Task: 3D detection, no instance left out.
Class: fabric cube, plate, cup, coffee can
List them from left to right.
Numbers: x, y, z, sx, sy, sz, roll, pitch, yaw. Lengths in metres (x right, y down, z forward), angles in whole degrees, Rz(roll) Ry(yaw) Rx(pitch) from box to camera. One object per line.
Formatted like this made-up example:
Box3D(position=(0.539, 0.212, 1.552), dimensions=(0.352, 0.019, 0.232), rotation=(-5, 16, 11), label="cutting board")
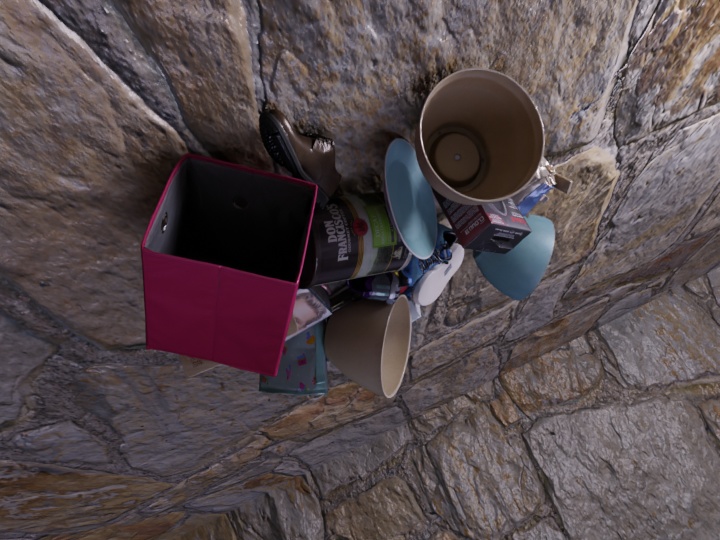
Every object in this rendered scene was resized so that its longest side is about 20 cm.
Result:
Box3D(position=(-0.180, -0.007, 0.809), dimensions=(0.195, 0.199, 0.201), rotation=(13, 136, -7), label="fabric cube")
Box3D(position=(-0.025, -0.058, 1.013), dimensions=(0.196, 0.148, 0.147), rotation=(-10, 150, -31), label="coffee can")
Box3D(position=(0.009, 0.141, 1.167), dimensions=(0.140, 0.205, 0.201), rotation=(7, 162, 19), label="cup")
Box3D(position=(0.078, -0.117, 0.962), dimensions=(0.025, 0.205, 0.199), rotation=(-12, 163, 29), label="plate")

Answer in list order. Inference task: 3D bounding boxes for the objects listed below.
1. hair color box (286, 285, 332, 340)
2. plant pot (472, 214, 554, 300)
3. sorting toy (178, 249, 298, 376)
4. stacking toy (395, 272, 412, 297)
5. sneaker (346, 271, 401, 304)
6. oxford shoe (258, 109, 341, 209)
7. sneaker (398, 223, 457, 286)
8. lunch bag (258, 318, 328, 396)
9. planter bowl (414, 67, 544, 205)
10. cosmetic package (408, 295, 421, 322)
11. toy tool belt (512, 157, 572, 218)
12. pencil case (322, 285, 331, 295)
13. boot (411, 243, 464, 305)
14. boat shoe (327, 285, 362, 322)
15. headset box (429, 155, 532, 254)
Box3D(position=(-0.162, 0.082, 1.079), dimensions=(0.198, 0.061, 0.100), rotation=(-31, 134, 13), label="hair color box")
Box3D(position=(0.341, -0.048, 1.355), dimensions=(0.132, 0.203, 0.201), rotation=(20, 141, -7), label="plant pot")
Box3D(position=(-0.229, 0.042, 0.977), dimensions=(0.196, 0.203, 0.070), rotation=(-21, -176, -5), label="sorting toy")
Box3D(position=(0.060, -0.034, 1.212), dimensions=(0.108, 0.117, 0.203), rotation=(-20, 140, -24), label="stacking toy")
Box3D(position=(0.000, 0.000, 1.126), dimensions=(0.086, 0.200, 0.076), rotation=(5, 108, -28), label="sneaker")
Box3D(position=(-0.084, -0.178, 0.849), dimensions=(0.085, 0.072, 0.200), rotation=(-50, 151, -6), label="oxford shoe")
Box3D(position=(0.139, -0.038, 1.173), dimensions=(0.201, 0.088, 0.080), rotation=(-50, 141, -40), label="sneaker")
Box3D(position=(-0.129, 0.177, 1.233), dimensions=(0.120, 0.175, 0.198), rotation=(5, 170, -37), label="lunch bag")
Box3D(position=(0.171, -0.195, 0.921), dimensions=(0.196, 0.204, 0.135), rotation=(-20, 178, -11), label="planter bowl")
Box3D(position=(0.063, 0.091, 1.349), dimensions=(0.149, 0.052, 0.200), rotation=(-34, -168, 12), label="cosmetic package")
Box3D(position=(0.316, -0.142, 1.161), dimensions=(0.201, 0.122, 0.125), rotation=(-50, 179, 39), label="toy tool belt")
Box3D(position=(-0.154, 0.051, 1.167), dimensions=(0.197, 0.087, 0.084), rotation=(-25, 122, -4), label="pencil case")
Box3D(position=(0.142, 0.001, 1.250), dimensions=(0.200, 0.089, 0.074), rotation=(-41, 134, -42), label="boot")
Box3D(position=(-0.046, 0.083, 1.347), dimensions=(0.196, 0.060, 0.072), rotation=(-24, 154, -5), label="boat shoe")
Box3D(position=(0.216, -0.120, 1.059), dimensions=(0.147, 0.203, 0.075), rotation=(5, 143, -45), label="headset box")
